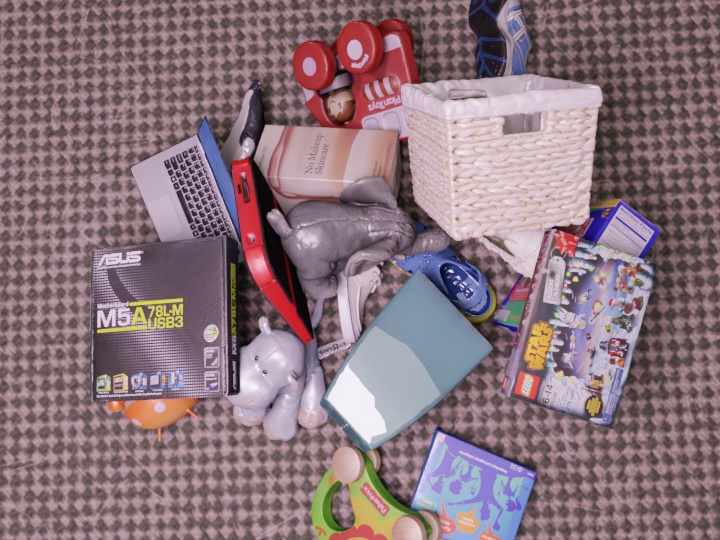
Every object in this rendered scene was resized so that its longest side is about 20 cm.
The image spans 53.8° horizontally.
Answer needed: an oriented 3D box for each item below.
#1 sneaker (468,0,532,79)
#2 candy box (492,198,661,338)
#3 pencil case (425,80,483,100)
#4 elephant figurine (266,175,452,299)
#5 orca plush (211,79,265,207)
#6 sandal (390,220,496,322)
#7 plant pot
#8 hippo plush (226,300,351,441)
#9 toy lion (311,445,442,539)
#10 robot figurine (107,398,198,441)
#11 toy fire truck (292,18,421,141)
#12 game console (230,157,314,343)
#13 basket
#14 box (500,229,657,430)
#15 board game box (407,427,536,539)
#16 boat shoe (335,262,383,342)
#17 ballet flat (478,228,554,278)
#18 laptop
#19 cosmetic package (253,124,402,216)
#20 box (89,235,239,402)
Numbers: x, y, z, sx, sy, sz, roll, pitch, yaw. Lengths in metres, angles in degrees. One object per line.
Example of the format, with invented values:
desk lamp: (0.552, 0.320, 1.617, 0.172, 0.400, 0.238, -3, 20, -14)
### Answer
sneaker: (0.210, -0.356, 1.054, 0.076, 0.075, 0.206, 14, 72, -35)
candy box: (0.281, 0.010, 0.952, 0.076, 0.169, 0.202, 35, 85, -7)
pencil case: (0.179, -0.220, 1.026, 0.194, 0.088, 0.091, 7, 84, 3)
elephant figurine: (0.007, -0.052, 0.913, 0.195, 0.156, 0.145, -12, 111, 15)
orca plush: (-0.169, -0.174, 1.059, 0.104, 0.070, 0.206, 1, 76, 47)
sandal: (0.113, -0.007, 1.006, 0.198, 0.087, 0.080, 35, 88, 7)
plant pot: (0.046, 0.134, 0.941, 0.141, 0.142, 0.200, 44, 73, 6)
hippo plush: (-0.101, 0.146, 0.959, 0.197, 0.161, 0.162, -32, 83, -1)
toy lion: (0.003, 0.371, 0.963, 0.200, 0.068, 0.194, 42, 104, 28)
robot figurine: (-0.295, 0.130, 0.991, 0.141, 0.117, 0.204, -24, 83, -23)
toy fire truck: (0.001, -0.254, 1.010, 0.196, 0.111, 0.172, -9, 102, 37)
game console: (-0.113, -0.028, 0.910, 0.030, 0.178, 0.203, -18, 52, 5)
basket: (0.165, -0.151, 0.886, 0.193, 0.200, 0.165, -7, 112, -10)
box: (0.259, 0.069, 0.844, 0.133, 0.040, 0.205, 16, 88, -4)
board game box: (0.140, 0.345, 0.986, 0.149, 0.045, 0.205, 20, 86, 5)
boat shoe: (0.000, 0.000, 1.019, 0.068, 0.071, 0.206, -2, 76, 3)
ballet flat: (0.205, -0.041, 0.950, 0.070, 0.200, 0.074, -5, 105, -20)
laptop: (-0.229, -0.083, 0.967, 0.196, 0.116, 0.191, -20, 97, 18)
cosmetic package: (-0.045, -0.136, 0.995, 0.194, 0.088, 0.105, 3, 56, 11)
box: (-0.249, 0.063, 0.902, 0.194, 0.047, 0.199, -4, 83, 14)
